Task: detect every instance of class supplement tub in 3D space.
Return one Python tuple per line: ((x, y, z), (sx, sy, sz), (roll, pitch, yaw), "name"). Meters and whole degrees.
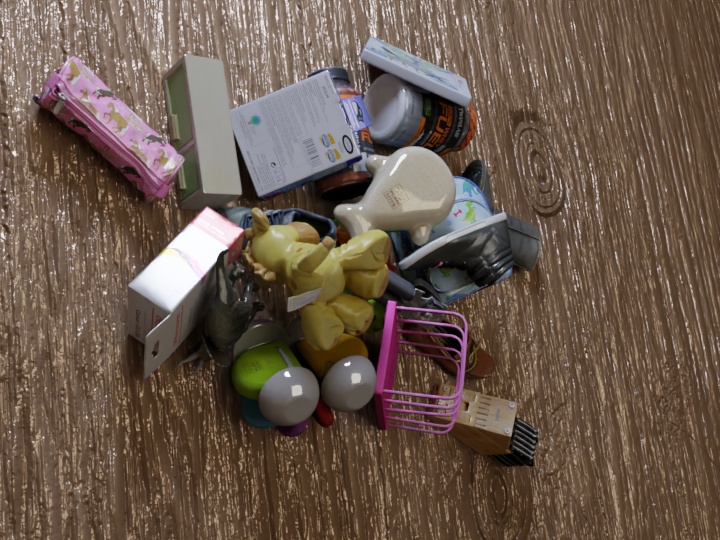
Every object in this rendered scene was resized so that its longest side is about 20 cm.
((0.110, -0.276, 1.356), (0.198, 0.122, 0.124), (2, 75, -40), "supplement tub")
((-0.037, -0.223, 1.224), (0.106, 0.106, 0.203), (-5, 81, -41), "supplement tub")

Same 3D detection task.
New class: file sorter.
((0.094, 0.156, 1.138), (0.123, 0.201, 0.141), (7, 65, 7), "file sorter")

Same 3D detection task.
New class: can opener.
((0.053, 0.026, 1.138), (0.199, 0.053, 0.067), (32, 26, -30), "can opener")

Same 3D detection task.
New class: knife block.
((0.218, 0.285, 1.331), (0.197, 0.176, 0.065), (13, 58, 12), "knife block")

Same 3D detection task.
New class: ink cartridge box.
((-0.235, 0.028, 0.961), (0.067, 0.117, 0.201), (31, 52, 7), "ink cartridge box")
((-0.082, -0.205, 1.125), (0.198, 0.076, 0.138), (-22, 93, 2), "ink cartridge box")

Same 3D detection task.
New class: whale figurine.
((0.051, -0.103, 1.163), (0.199, 0.104, 0.160), (-33, 86, -18), "whale figurine")

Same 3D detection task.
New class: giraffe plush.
((-0.078, -0.003, 1.002), (0.199, 0.161, 0.175), (3, 112, -53), "giraffe plush")

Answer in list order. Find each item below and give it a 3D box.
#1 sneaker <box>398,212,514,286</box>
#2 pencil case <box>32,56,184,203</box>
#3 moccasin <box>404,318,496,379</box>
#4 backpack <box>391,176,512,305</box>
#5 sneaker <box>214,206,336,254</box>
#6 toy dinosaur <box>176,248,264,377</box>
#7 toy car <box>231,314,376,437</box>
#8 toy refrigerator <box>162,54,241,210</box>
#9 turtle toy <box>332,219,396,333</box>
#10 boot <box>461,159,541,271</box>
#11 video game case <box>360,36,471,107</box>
((0.159, -0.012, 1.165), (0.198, 0.071, 0.100), (-22, 91, -20), "sneaker")
((-0.322, -0.180, 0.981), (0.200, 0.082, 0.087), (44, 52, -23), "pencil case")
((0.170, 0.129, 1.313), (0.201, 0.077, 0.074), (40, 55, -25), "moccasin")
((0.153, -0.054, 1.282), (0.181, 0.147, 0.202), (-21, 85, -10), "backpack")
((-0.124, -0.065, 1.093), (0.197, 0.081, 0.075), (2, 72, -15), "sneaker")
((-0.168, 0.056, 0.963), (0.076, 0.201, 0.103), (23, 49, -5), "toy dinosaur")
((-0.085, 0.159, 1.048), (0.198, 0.175, 0.152), (-8, 123, -29), "toy car")
((-0.229, -0.194, 1.070), (0.069, 0.075, 0.203), (-3, 79, -41), "toy refrigerator")
((0.000, 0.000, 1.191), (0.144, 0.101, 0.203), (-2, 78, -41), "turtle toy")
((0.281, -0.107, 1.487), (0.198, 0.072, 0.185), (13, 82, -31), "boot")
((0.099, -0.353, 1.322), (0.198, 0.022, 0.183), (23, 24, -5), "video game case")
